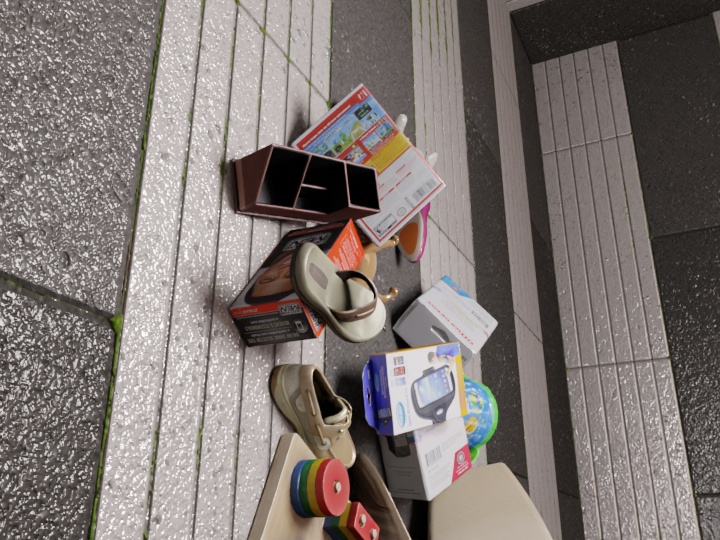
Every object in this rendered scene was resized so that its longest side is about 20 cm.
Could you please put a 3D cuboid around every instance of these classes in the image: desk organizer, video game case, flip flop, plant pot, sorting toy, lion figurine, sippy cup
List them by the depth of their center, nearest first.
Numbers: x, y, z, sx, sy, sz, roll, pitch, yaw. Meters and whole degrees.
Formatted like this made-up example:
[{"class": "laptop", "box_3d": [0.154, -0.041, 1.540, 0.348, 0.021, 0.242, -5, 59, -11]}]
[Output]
[{"class": "flip flop", "box_3d": [-0.014, 0.027, 0.829, 0.200, 0.057, 0.081, 47, 41, -51]}, {"class": "sorting toy", "box_3d": [-0.048, 0.337, 0.859, 0.199, 0.069, 0.201, 61, 31, -36]}, {"class": "desk organizer", "box_3d": [-0.066, -0.109, 0.927, 0.199, 0.077, 0.072, 3, 77, -48]}, {"class": "video game case", "box_3d": [0.014, -0.156, 1.049, 0.200, 0.143, 0.017, 49, -8, -8]}, {"class": "lion figurine", "box_3d": [0.000, 0.000, 1.099, 0.122, 0.072, 0.201, -3, 89, -48]}, {"class": "plant pot", "box_3d": [0.210, 0.452, 1.210, 0.178, 0.199, 0.200, -99, 177, -48]}, {"class": "sippy cup", "box_3d": [0.167, 0.263, 1.304, 0.130, 0.140, 0.178, 20, 19, -51]}]

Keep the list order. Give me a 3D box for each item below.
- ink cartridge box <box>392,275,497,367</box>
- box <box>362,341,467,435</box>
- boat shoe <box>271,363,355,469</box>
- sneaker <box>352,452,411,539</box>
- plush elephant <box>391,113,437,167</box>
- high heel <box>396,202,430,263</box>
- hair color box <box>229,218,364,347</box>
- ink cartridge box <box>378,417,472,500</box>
[{"class": "ink cartridge box", "box_3d": [0.164, 0.105, 1.328, 0.144, 0.085, 0.200, 44, 23, 8]}, {"class": "box", "box_3d": [0.085, 0.178, 1.070, 0.199, 0.041, 0.120, -3, 85, -46]}, {"class": "boat shoe", "box_3d": [-0.045, 0.198, 0.925, 0.201, 0.065, 0.072, 63, 29, -32]}, {"class": "sneaker", "box_3d": [0.021, 0.360, 0.993, 0.201, 0.075, 0.071, 61, -8, 26]}, {"class": "plush elephant", "box_3d": [0.035, -0.185, 1.144, 0.165, 0.154, 0.201, -51, 125, -59]}, {"class": "high heel", "box_3d": [0.117, -0.085, 1.396, 0.096, 0.067, 0.201, 37, 34, -43]}, {"class": "hair color box", "box_3d": [-0.074, 0.011, 0.895, 0.200, 0.101, 0.061, -63, 137, -54]}, {"class": "ink cartridge box", "box_3d": [0.101, 0.257, 1.165, 0.147, 0.085, 0.201, -13, 92, -50]}]
